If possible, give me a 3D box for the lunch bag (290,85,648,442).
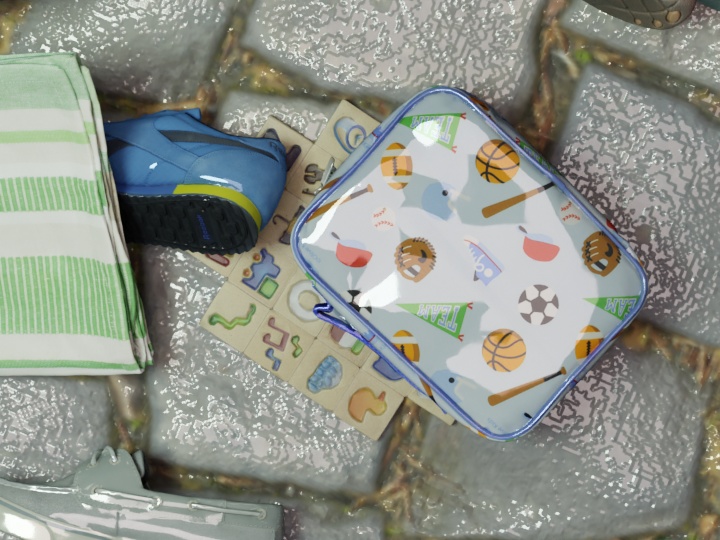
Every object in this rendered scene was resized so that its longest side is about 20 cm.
[{"bbox_3d":[0.059,-0.004,1.156,0.200,0.076,0.160,43,96,0],"label":"lunch bag"}]

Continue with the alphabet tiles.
[{"bbox_3d":[0.000,0.000,1.199,0.200,0.006,0.167,33,93,2],"label":"alphabet tiles"}]

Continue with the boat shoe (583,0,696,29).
[{"bbox_3d":[0.114,-0.211,1.154,0.199,0.075,0.074,25,77,9],"label":"boat shoe"}]

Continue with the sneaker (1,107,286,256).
[{"bbox_3d":[-0.141,-0.063,1.186,0.199,0.066,0.079,8,53,15],"label":"sneaker"}]

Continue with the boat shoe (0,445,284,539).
[{"bbox_3d":[-0.142,0.144,1.189,0.200,0.070,0.072,14,83,-1],"label":"boat shoe"}]

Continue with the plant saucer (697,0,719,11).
[{"bbox_3d":[0.249,-0.251,1.159,0.199,0.036,0.201,0,92,3],"label":"plant saucer"}]

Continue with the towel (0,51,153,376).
[{"bbox_3d":[-0.210,-0.029,1.159,0.152,0.023,0.201,-2,113,20],"label":"towel"}]
